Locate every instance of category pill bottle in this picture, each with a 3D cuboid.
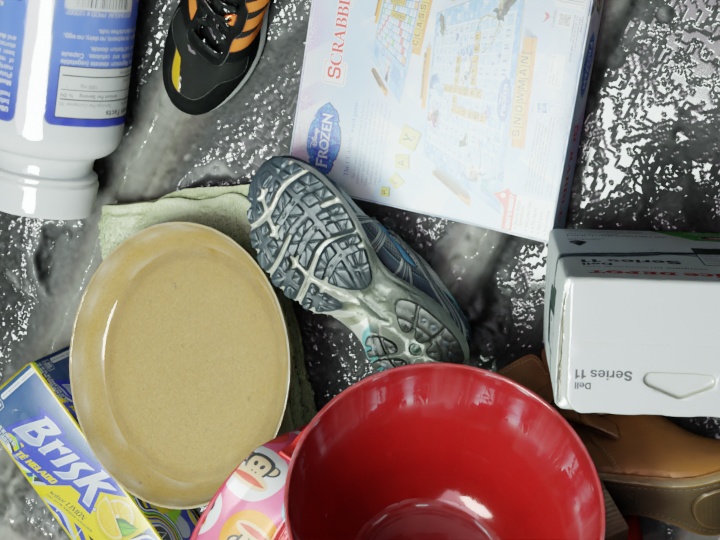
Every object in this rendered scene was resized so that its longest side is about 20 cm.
[{"bbox_3d":[-0.219,-0.143,1.510,0.111,0.112,0.202,13,104,17],"label":"pill bottle"}]

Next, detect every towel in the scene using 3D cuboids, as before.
[{"bbox_3d":[-0.115,0.041,1.545,0.147,0.036,0.202,-9,96,22],"label":"towel"}]

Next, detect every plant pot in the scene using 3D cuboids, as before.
[{"bbox_3d":[-0.123,0.066,1.498,0.199,0.027,0.202,0,90,34],"label":"plant pot"}]

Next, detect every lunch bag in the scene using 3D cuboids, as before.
[{"bbox_3d":[-0.046,0.172,1.458,0.082,0.200,0.177,32,109,16],"label":"lunch bag"}]

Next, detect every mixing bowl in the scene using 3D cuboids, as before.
[{"bbox_3d":[0.049,0.171,1.337,0.199,0.201,0.109,28,150,13],"label":"mixing bowl"}]

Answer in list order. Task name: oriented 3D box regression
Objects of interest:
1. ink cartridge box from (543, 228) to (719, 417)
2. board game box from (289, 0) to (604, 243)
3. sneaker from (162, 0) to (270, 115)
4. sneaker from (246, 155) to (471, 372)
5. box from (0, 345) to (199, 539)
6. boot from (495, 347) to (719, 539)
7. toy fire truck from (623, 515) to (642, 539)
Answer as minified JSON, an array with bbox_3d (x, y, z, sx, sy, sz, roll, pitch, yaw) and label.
[{"bbox_3d":[0.191,0.029,1.330,0.145,0.200,0.084,2,100,2],"label":"ink cartridge box"},{"bbox_3d":[0.058,-0.138,1.449,0.198,0.041,0.202,14,104,17],"label":"board game box"},{"bbox_3d":[-0.092,-0.196,1.466,0.070,0.090,0.201,35,109,11],"label":"sneaker"},{"bbox_3d":[0.000,0.000,1.467,0.077,0.086,0.200,-40,94,23],"label":"sneaker"},{"bbox_3d":[-0.192,0.157,1.575,0.064,0.070,0.201,-39,85,22],"label":"box"},{"bbox_3d":[0.188,0.109,1.430,0.198,0.077,0.156,-21,54,-9],"label":"boot"},{"bbox_3d":[0.119,0.240,1.425,0.198,0.168,0.113,-10,96,21],"label":"toy fire truck"}]
